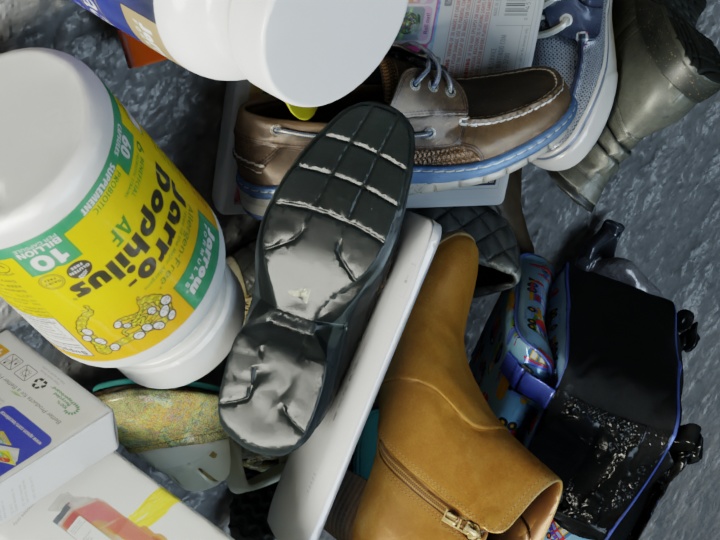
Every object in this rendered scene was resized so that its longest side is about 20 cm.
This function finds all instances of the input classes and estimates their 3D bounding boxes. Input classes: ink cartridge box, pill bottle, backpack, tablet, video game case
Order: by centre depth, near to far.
[{"bbox_3d":[-0.077,-0.159,1.092,0.116,0.200,0.116,-29,135,-33],"label":"pill bottle"},{"bbox_3d":[-0.232,0.109,1.198,0.200,0.095,0.037,-32,137,-31],"label":"ink cartridge box"},{"bbox_3d":[-0.138,-0.018,1.199,0.113,0.113,0.200,-51,144,-10],"label":"pill bottle"},{"bbox_3d":[-0.118,0.179,1.294,0.083,0.200,0.145,-47,143,-15],"label":"ink cartridge box"},{"bbox_3d":[-0.007,0.061,1.301,0.014,0.130,0.200,22,91,-11],"label":"tablet"},{"bbox_3d":[0.014,-0.126,1.318,0.182,0.024,0.200,-2,121,-21],"label":"video game case"},{"bbox_3d":[0.117,0.115,1.444,0.183,0.135,0.200,-77,-170,-61],"label":"backpack"}]

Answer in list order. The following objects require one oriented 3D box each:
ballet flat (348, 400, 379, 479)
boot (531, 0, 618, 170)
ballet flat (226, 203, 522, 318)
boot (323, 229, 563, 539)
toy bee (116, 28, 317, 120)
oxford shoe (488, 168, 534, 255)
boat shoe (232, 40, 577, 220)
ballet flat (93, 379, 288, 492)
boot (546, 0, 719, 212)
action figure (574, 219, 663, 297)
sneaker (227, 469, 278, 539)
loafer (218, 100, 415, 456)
[{"bbox_3d":[0.011,0.092,1.426,0.071,0.071,0.200,47,38,-53],"label":"ballet flat"},{"bbox_3d":[0.108,-0.166,1.385,0.090,0.073,0.200,24,68,-48],"label":"boot"},{"bbox_3d":[0.000,0.000,1.380,0.200,0.057,0.066,-13,131,-12],"label":"ballet flat"},{"bbox_3d":[0.061,0.088,1.312,0.071,0.144,0.201,30,85,-52],"label":"boot"},{"bbox_3d":[-0.024,-0.145,1.220,0.109,0.200,0.131,-55,151,-75],"label":"toy bee"},{"bbox_3d":[0.082,-0.067,1.457,0.084,0.073,0.200,-47,143,-17],"label":"oxford shoe"},{"bbox_3d":[0.026,-0.085,1.288,0.200,0.072,0.072,-17,123,-12],"label":"boat shoe"},{"bbox_3d":[-0.084,0.098,1.358,0.200,0.071,0.071,7,110,-59],"label":"ballet flat"},{"bbox_3d":[0.154,-0.131,1.457,0.068,0.200,0.131,36,116,-23],"label":"boot"},{"bbox_3d":[0.167,0.079,1.622,0.193,0.105,0.200,-48,160,-65],"label":"action figure"},{"bbox_3d":[0.002,0.127,1.506,0.200,0.070,0.093,-47,137,-19],"label":"sneaker"},{"bbox_3d":[-0.021,0.001,1.259,0.200,0.073,0.072,-66,170,9],"label":"loafer"}]
